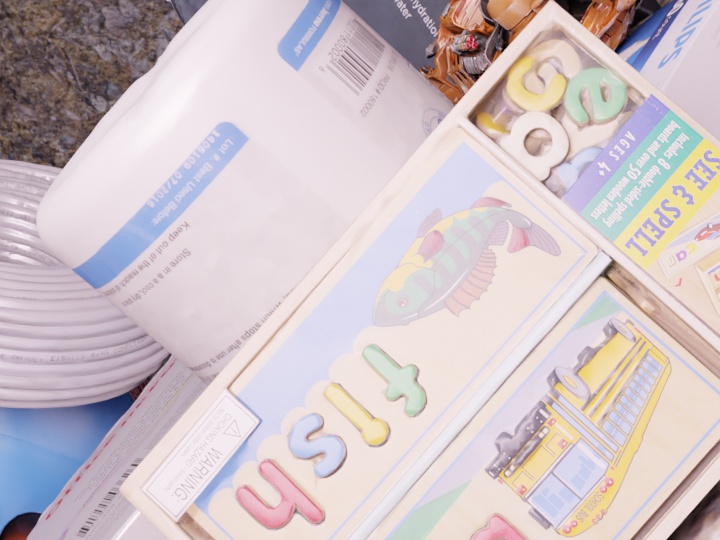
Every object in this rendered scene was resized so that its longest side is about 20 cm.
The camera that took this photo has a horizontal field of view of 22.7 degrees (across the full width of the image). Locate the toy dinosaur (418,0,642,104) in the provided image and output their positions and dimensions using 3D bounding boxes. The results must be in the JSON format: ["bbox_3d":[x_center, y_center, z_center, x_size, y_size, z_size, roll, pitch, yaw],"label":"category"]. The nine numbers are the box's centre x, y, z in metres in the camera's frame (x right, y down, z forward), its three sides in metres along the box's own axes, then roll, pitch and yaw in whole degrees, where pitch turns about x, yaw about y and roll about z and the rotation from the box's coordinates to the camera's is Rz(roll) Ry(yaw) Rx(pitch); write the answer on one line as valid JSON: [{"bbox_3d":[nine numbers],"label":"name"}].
[{"bbox_3d":[0.090,-0.121,0.745,0.199,0.102,0.136,-6,52,47],"label":"toy dinosaur"}]

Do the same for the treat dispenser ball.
[{"bbox_3d":[-0.216,0.122,1.010,0.201,0.201,0.201,-46,12,13],"label":"treat dispenser ball"}]

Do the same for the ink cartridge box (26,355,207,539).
[{"bbox_3d":[-0.068,0.100,0.831,0.148,0.086,0.200,-51,10,-15],"label":"ink cartridge box"}]

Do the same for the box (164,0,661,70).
[{"bbox_3d":[0.023,-0.144,0.959,0.200,0.197,0.117,-43,-30,25],"label":"box"}]

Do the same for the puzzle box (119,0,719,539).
[{"bbox_3d":[0.041,0.037,0.535,0.200,0.133,0.025,-49,-10,1],"label":"puzzle box"}]

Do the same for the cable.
[{"bbox_3d":[-0.189,0.003,0.950,0.200,0.199,0.070,-73,-1,-68],"label":"cable"}]

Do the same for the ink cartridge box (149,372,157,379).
[{"bbox_3d":[-0.054,0.022,1.068,0.116,0.067,0.200,-42,13,25],"label":"ink cartridge box"}]

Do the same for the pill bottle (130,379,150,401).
[{"bbox_3d":[-0.196,0.093,1.252,0.110,0.110,0.200,-43,12,23],"label":"pill bottle"}]

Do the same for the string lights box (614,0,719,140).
[{"bbox_3d":[0.100,-0.044,0.746,0.103,0.059,0.200,-54,13,-33],"label":"string lights box"}]

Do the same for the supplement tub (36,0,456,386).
[{"bbox_3d":[0.000,0.000,0.626,0.132,0.200,0.132,-45,12,12],"label":"supplement tub"}]
